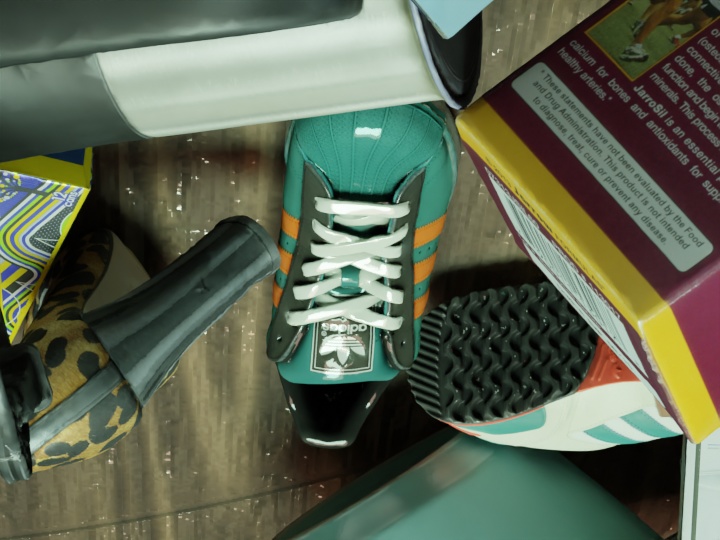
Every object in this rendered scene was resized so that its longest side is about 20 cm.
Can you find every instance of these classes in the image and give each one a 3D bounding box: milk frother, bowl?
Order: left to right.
[{"bbox_3d":[-0.059,-0.048,0.951,0.188,0.181,0.200,-7,116,15],"label":"milk frother"},{"bbox_3d":[0.032,0.139,1.298,0.201,0.201,0.105,-31,92,41],"label":"bowl"}]

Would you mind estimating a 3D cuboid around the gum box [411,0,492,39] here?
[{"bbox_3d":[0.051,-0.185,0.795,0.200,0.045,0.170,-41,137,4],"label":"gum box"}]

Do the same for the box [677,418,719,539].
[{"bbox_3d":[0.171,0.092,1.034,0.117,0.060,0.200,3,140,5],"label":"box"}]

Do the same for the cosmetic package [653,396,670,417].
[{"bbox_3d":[0.205,-0.011,1.111,0.200,0.087,0.103,-7,141,13],"label":"cosmetic package"}]

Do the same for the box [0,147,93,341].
[{"bbox_3d":[-0.163,-0.014,1.153,0.070,0.064,0.200,12,147,-16],"label":"box"}]

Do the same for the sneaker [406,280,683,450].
[{"bbox_3d":[0.123,0.038,1.232,0.200,0.070,0.093,-7,166,8],"label":"sneaker"}]

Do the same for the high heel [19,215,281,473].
[{"bbox_3d":[-0.129,0.045,1.159,0.071,0.143,0.200,53,148,-7],"label":"high heel"}]

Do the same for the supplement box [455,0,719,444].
[{"bbox_3d":[0.148,-0.055,0.942,0.200,0.110,0.086,-36,144,-4],"label":"supplement box"}]

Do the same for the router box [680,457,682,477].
[{"bbox_3d":[0.223,0.047,1.065,0.149,0.051,0.200,14,138,-11],"label":"router box"}]

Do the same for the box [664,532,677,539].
[{"bbox_3d":[0.143,0.158,1.287,0.122,0.048,0.200,-31,180,9],"label":"box"}]

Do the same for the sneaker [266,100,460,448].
[{"bbox_3d":[0.000,0.000,1.147,0.071,0.080,0.200,5,147,0],"label":"sneaker"}]
